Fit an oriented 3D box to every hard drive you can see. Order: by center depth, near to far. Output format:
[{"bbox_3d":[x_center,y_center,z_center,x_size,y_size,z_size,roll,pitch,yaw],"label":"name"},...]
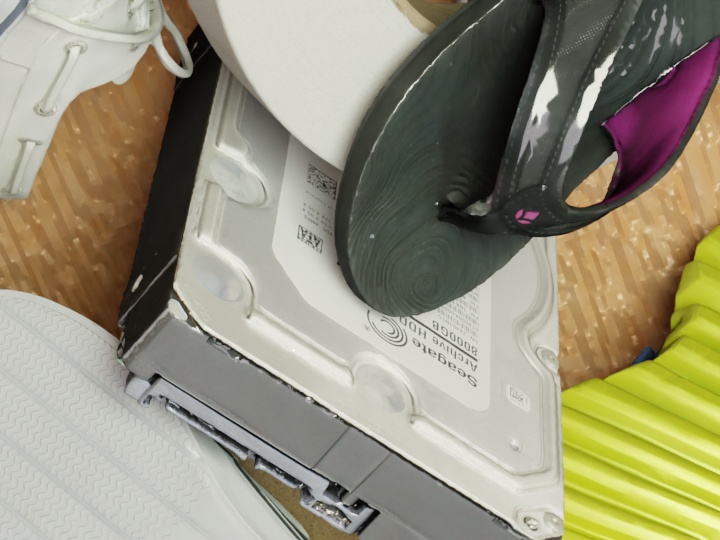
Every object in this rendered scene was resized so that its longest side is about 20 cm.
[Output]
[{"bbox_3d":[0.000,0.000,0.718,0.139,0.200,0.038,33,120,-17],"label":"hard drive"}]

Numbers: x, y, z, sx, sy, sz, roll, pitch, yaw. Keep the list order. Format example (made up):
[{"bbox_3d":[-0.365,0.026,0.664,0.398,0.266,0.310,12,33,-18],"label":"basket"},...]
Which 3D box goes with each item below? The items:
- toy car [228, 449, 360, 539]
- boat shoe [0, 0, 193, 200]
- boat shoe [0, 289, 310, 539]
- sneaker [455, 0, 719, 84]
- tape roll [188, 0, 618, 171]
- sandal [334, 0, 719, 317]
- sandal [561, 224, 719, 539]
[{"bbox_3d":[-0.043,0.061,0.794,0.200,0.158,0.165,-28,101,-20],"label":"toy car"},{"bbox_3d":[-0.091,-0.082,0.717,0.086,0.075,0.202,7,142,-24],"label":"boat shoe"},{"bbox_3d":[-0.052,0.088,0.668,0.200,0.071,0.072,43,80,14],"label":"boat shoe"},{"bbox_3d":[0.135,-0.079,0.748,0.199,0.113,0.072,0,112,-6],"label":"sneaker"},{"bbox_3d":[0.042,-0.117,0.656,0.202,0.037,0.203,-13,122,-21],"label":"tape roll"},{"bbox_3d":[0.074,-0.060,0.652,0.200,0.048,0.075,-41,128,-3],"label":"sandal"},{"bbox_3d":[0.105,0.066,0.782,0.079,0.200,0.087,34,134,18],"label":"sandal"}]
